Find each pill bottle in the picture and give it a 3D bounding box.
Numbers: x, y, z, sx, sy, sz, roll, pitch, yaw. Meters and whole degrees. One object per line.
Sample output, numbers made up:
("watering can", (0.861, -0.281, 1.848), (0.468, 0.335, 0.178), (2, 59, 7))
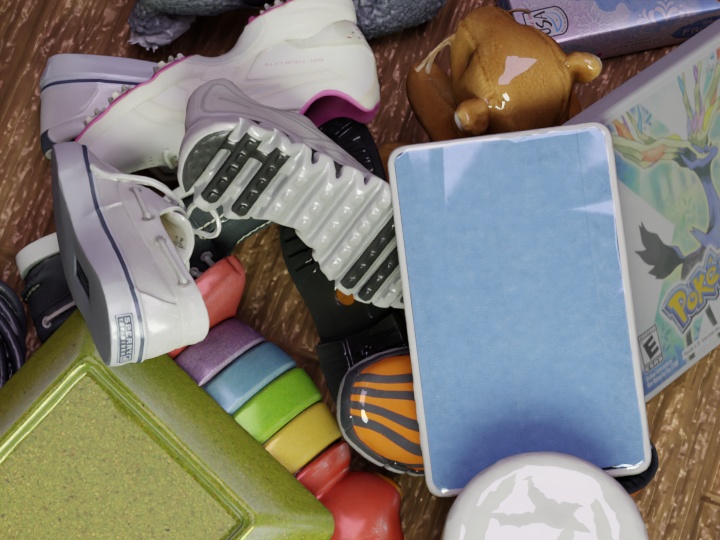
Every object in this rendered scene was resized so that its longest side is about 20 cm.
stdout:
("pill bottle", (0.094, 0.186, 1.607), (0.116, 0.200, 0.117), (2, 67, -4))

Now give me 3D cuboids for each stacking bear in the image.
("stacking bear", (-0.052, 0.110, 1.683), (0.114, 0.122, 0.200), (-41, 81, -16))

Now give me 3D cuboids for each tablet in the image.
("tablet", (0.090, 0.022, 1.613), (0.129, 0.014, 0.201), (-7, 88, 2))

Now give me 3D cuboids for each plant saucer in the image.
("plant saucer", (-0.150, 0.145, 1.601), (0.200, 0.048, 0.200), (43, 85, 9))

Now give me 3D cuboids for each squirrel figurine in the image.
("squirrel figurine", (0.104, -0.064, 1.721), (0.141, 0.187, 0.201), (-18, 70, -12))

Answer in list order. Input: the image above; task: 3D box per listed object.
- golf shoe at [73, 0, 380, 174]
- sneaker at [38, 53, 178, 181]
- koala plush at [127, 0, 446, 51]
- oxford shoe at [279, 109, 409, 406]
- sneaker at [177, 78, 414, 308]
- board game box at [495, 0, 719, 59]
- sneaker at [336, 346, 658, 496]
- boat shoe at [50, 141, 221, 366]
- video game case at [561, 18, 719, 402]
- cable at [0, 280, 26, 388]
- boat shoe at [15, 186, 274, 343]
("golf shoe", (-0.080, -0.092, 1.712), (0.199, 0.075, 0.092), (-29, 80, 1))
("sneaker", (-0.105, -0.089, 1.788), (0.199, 0.073, 0.071), (4, 76, 7))
("koala plush", (-0.069, -0.225, 1.796), (0.199, 0.178, 0.184), (-30, 61, -15))
("oxford shoe", (0.000, 0.000, 1.746), (0.072, 0.084, 0.201), (-13, 79, 19))
("sneaker", (-0.021, -0.047, 1.653), (0.200, 0.075, 0.081), (33, 23, -28))
("board game box", (0.173, -0.242, 1.879), (0.198, 0.043, 0.201), (-13, 69, -8))
("sneaker", (0.090, 0.087, 1.654), (0.199, 0.112, 0.078), (11, 81, -32))
("boat shoe", (-0.123, -0.017, 1.623), (0.086, 0.075, 0.202), (-7, 29, -15))
("video game case", (0.207, -0.046, 1.716), (0.022, 0.183, 0.200), (11, 36, 45))
("cable", (-0.300, 0.033, 1.725), (0.200, 0.051, 0.163), (43, 71, 14))
("boat shoe", (-0.113, -0.010, 1.724), (0.199, 0.076, 0.061), (-22, 72, 21))
